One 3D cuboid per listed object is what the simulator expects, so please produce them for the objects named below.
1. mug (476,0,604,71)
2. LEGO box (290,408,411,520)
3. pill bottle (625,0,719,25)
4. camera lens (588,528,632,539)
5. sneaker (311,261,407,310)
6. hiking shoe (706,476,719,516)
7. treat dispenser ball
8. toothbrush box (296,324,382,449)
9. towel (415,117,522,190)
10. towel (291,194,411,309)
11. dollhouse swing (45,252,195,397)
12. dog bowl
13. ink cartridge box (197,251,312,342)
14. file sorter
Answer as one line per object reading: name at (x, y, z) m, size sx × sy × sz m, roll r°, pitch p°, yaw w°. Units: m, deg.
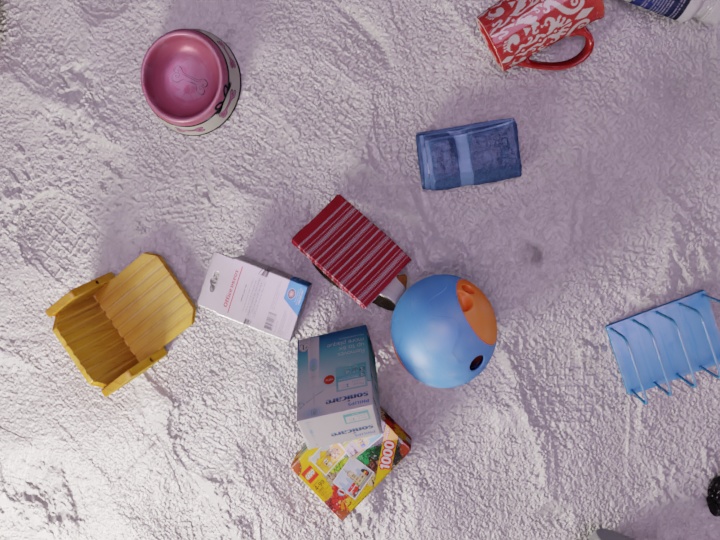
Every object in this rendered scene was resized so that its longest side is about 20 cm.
mug at (0.326, -0.440, 1.316) m, size 0.197 × 0.133 × 0.181 m, roll -29°, pitch 91°, yaw 10°
LEGO box at (-0.016, 0.357, 1.444) m, size 0.149 × 0.077 × 0.200 m, roll 43°, pitch 97°, yaw 0°
pill bottle at (0.550, -0.509, 1.296) m, size 0.195 × 0.111 × 0.114 m, roll 22°, pitch 97°, yaw 3°
camera lens at (0.469, 0.618, 1.383) m, size 0.156 × 0.160 × 0.205 m, roll 23°, pitch 97°, yaw 2°
sneaker at (0.000, 0.000, 1.427) m, size 0.196 × 0.073 × 0.086 m, roll 27°, pitch 64°, yaw 9°
hiking shoe at (0.738, 0.383, 1.389) m, size 0.098 × 0.076 × 0.205 m, roll 20°, pitch 106°, yaw -5°
treat dispenser ball at (0.152, 0.110, 1.344) m, size 0.194 × 0.201 × 0.208 m, roll 0°, pitch 95°, yaw 5°
toothbrush box at (-0.042, 0.214, 1.368) m, size 0.142 × 0.203 × 0.087 m, roll -12°, pitch 131°, yaw 7°
towel at (0.205, -0.217, 1.386) m, size 0.194 × 0.049 × 0.115 m, roll -8°, pitch 95°, yaw 6°
towel at (-0.019, -0.038, 1.390) m, size 0.199 × 0.023 × 0.145 m, roll 41°, pitch 68°, yaw 12°
dollhouse swing at (-0.453, 0.092, 1.422) m, size 0.174 × 0.181 × 0.202 m, roll -34°, pitch 91°, yaw 27°
dog bowl at (-0.332, -0.366, 1.408) m, size 0.194 × 0.074 × 0.207 m, roll 0°, pitch 95°, yaw 5°
ink cartridge box at (-0.205, 0.046, 1.438) m, size 0.195 × 0.067 × 0.119 m, roll 21°, pitch 97°, yaw 2°
file sorter at (0.578, 0.143, 1.349) m, size 0.195 × 0.123 × 0.142 m, roll -21°, pitch 93°, yaw 7°
